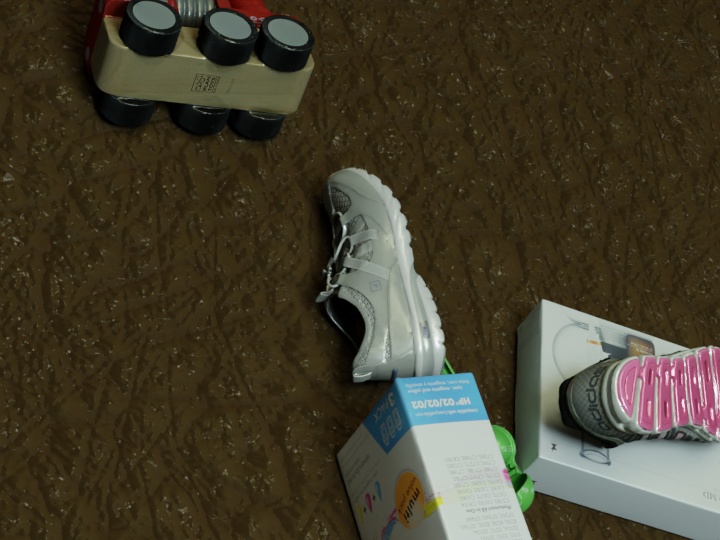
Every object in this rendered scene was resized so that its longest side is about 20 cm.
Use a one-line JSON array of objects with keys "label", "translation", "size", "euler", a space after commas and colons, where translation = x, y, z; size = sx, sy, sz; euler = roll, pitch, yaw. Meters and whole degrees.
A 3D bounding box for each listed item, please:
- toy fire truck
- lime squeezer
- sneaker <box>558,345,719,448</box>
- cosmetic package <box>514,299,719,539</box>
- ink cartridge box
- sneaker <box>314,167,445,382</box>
[{"label": "toy fire truck", "translation": [-0.138, -0.225, 1.386], "size": [0.174, 0.129, 0.201], "euler": [3, 43, -25]}, {"label": "lime squeezer", "translation": [0.094, 0.143, 1.265], "size": [0.070, 0.038, 0.201], "euler": [25, 29, -33]}, {"label": "sneaker", "translation": [0.220, 0.098, 1.286], "size": [0.199, 0.087, 0.075], "euler": [5, 80, -49]}, {"label": "cosmetic package", "translation": [0.221, 0.123, 1.350], "size": [0.198, 0.052, 0.152], "euler": [18, 52, -15]}, {"label": "ink cartridge box", "translation": [0.058, 0.188, 1.169], "size": [0.067, 0.115, 0.202], "euler": [-2, 57, -28]}, {"label": "sneaker", "translation": [0.000, 0.000, 1.308], "size": [0.081, 0.075, 0.201], "euler": [-11, 51, -15]}]
